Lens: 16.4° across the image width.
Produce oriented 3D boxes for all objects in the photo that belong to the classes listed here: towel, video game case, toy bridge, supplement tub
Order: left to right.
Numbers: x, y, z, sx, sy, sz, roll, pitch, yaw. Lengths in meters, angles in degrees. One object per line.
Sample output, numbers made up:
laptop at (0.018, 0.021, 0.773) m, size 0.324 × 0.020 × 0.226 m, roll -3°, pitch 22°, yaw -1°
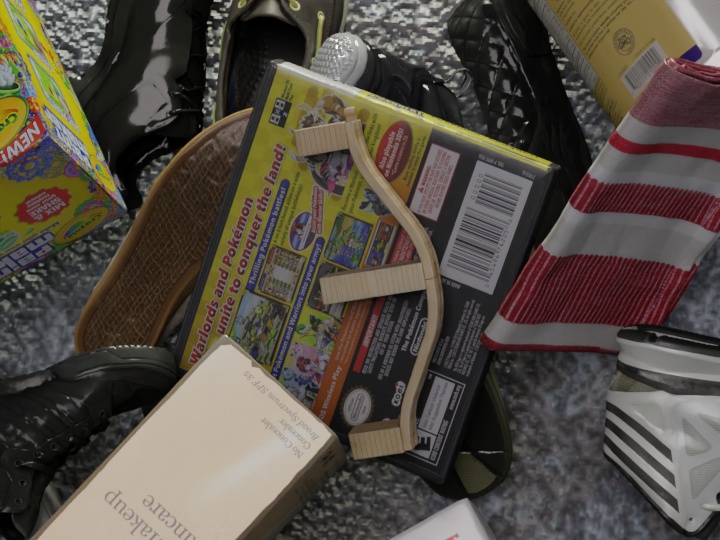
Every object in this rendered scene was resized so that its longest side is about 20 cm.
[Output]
video game case at (0.000, 0.000, 1.461) m, size 0.181 × 0.026 × 0.200 m, roll 22°, pitch 103°, yaw 11°
toy bridge at (0.011, 0.005, 1.430) m, size 0.067 × 0.027 × 0.200 m, roll -9°, pitch 95°, yaw 14°
towel at (0.165, -0.030, 1.427) m, size 0.023 × 0.144 × 0.200 m, roll 48°, pitch 118°, yaw 33°
supplement tub at (0.179, -0.174, 1.500) m, size 0.145 × 0.145 × 0.200 m, roll -32°, pitch 72°, yaw 0°

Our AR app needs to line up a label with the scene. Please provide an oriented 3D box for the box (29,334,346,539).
box at (-0.109, 0.144, 1.416) m, size 0.095 × 0.078 × 0.200 m, roll 40°, pitch 82°, yaw 12°

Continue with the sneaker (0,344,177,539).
sneaker at (-0.197, 0.113, 1.448) m, size 0.200 × 0.060 × 0.104 m, roll -11°, pitch 66°, yaw -8°

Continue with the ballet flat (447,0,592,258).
ballet flat at (0.101, -0.082, 1.545) m, size 0.057 × 0.066 × 0.200 m, roll -29°, pitch 65°, yaw 44°

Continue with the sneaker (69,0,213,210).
sneaker at (-0.126, -0.124, 1.573) m, size 0.091 × 0.076 × 0.200 m, roll 30°, pitch 90°, yaw 27°

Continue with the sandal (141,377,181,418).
sandal at (-0.087, 0.144, 1.500) m, size 0.043 × 0.076 × 0.200 m, roll -8°, pitch 72°, yaw -21°

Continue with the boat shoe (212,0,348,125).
boat shoe at (-0.051, -0.148, 1.576) m, size 0.072 × 0.061 × 0.201 m, roll 3°, pitch 75°, yaw 11°

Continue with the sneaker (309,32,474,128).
sneaker at (0.011, -0.039, 1.525) m, size 0.114 × 0.075 × 0.200 m, roll 10°, pitch 100°, yaw -14°

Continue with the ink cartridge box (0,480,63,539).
ink cartridge box at (-0.259, 0.153, 1.515) m, size 0.146 × 0.086 × 0.200 m, roll -29°, pitch 71°, yaw 0°

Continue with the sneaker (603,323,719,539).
sneaker at (0.238, 0.106, 1.464) m, size 0.200 × 0.076 × 0.115 m, roll 12°, pitch 98°, yaw 5°

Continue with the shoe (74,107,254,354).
shoe at (-0.106, -0.022, 1.525) m, size 0.070 × 0.053 × 0.200 m, roll 39°, pitch 104°, yaw -3°

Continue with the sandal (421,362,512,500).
sandal at (0.047, 0.037, 1.498) m, size 0.080 × 0.057 × 0.201 m, roll -5°, pitch 101°, yaw 15°

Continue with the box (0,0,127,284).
box at (-0.277, -0.082, 1.487) m, size 0.200 × 0.122 × 0.193 m, roll -30°, pitch 63°, yaw 5°

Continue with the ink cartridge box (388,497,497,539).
ink cartridge box at (0.049, 0.254, 1.436) m, size 0.146 × 0.083 × 0.200 m, roll -29°, pitch 72°, yaw 1°
